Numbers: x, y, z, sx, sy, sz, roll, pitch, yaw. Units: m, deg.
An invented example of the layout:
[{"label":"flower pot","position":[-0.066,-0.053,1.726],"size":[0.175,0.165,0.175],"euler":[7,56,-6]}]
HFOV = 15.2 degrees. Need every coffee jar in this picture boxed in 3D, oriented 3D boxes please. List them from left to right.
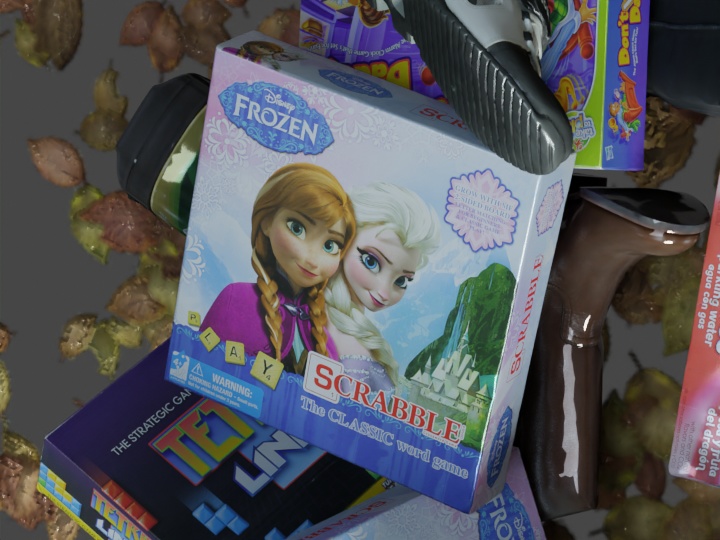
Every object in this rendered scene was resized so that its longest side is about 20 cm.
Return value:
[{"label":"coffee jar","position":[-0.043,-0.032,1.538],"size":[0.199,0.104,0.086],"euler":[33,91,13]}]

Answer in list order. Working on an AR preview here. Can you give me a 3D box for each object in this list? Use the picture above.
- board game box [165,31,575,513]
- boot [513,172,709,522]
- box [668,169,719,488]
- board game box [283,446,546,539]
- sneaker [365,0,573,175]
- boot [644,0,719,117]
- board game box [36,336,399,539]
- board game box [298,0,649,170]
[{"label":"board game box","position":[0.000,0.000,1.423],"size":[0.199,0.041,0.201],"euler":[21,116,24]},{"label":"boot","position":[0.127,0.052,1.472],"size":[0.064,0.186,0.202],"euler":[4,96,-19]},{"label":"box","position":[0.237,0.018,1.434],"size":[0.095,0.100,0.201],"euler":[13,100,24]},{"label":"board game box","position":[0.028,0.223,1.460],"size":[0.041,0.199,0.201],"euler":[0,111,60]},{"label":"sneaker","position":[0.066,-0.135,1.345],"size":[0.088,0.074,0.200],"euler":[-25,57,-15]},{"label":"boot","position":[0.186,-0.161,1.388],"size":[0.065,0.200,0.166],"euler":[4,96,-17]},{"label":"board game box","position":[-0.057,0.104,1.533],"size":[0.165,0.200,0.057],"euler":[39,145,16]},{"label":"board game box","position":[0.058,-0.124,1.436],"size":[0.199,0.045,0.136],"euler":[3,92,36]}]
